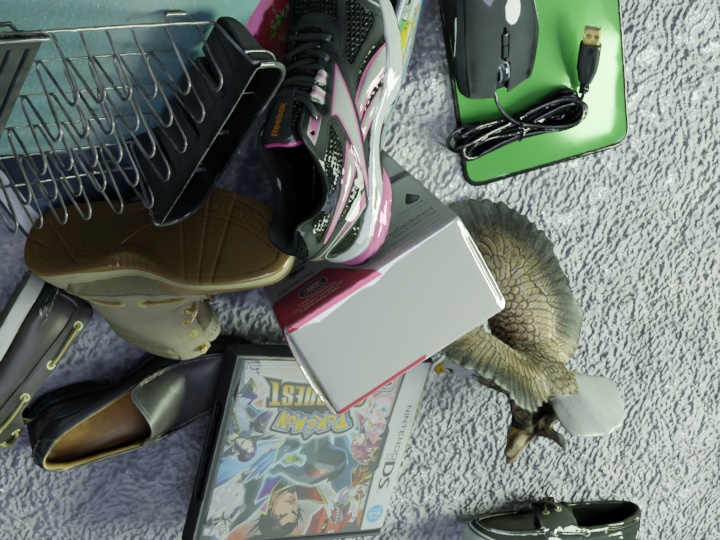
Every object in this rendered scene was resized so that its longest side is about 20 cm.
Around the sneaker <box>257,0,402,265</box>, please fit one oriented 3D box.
[{"bbox_3d":[-0.025,-0.102,0.687,0.086,0.079,0.204,-9,95,-52],"label":"sneaker"}]

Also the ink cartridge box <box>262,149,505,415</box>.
[{"bbox_3d":[0.000,0.000,0.816,0.145,0.200,0.083,-33,115,-2],"label":"ink cartridge box"}]

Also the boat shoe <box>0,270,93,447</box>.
[{"bbox_3d":[-0.280,0.100,0.841,0.060,0.072,0.203,29,98,-21],"label":"boat shoe"}]

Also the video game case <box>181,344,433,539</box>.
[{"bbox_3d":[-0.043,0.152,0.934,0.197,0.025,0.184,4,111,-34],"label":"video game case"}]

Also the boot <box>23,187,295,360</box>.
[{"bbox_3d":[-0.123,0.010,0.792,0.196,0.074,0.156,-3,153,15],"label":"boot"}]

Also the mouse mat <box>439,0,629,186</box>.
[{"bbox_3d":[0.146,-0.181,0.896,0.158,0.008,0.203,-16,114,-10],"label":"mouse mat"}]

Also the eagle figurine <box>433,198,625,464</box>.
[{"bbox_3d":[0.119,0.062,0.909,0.149,0.152,0.202,-24,119,2],"label":"eagle figurine"}]

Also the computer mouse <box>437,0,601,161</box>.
[{"bbox_3d":[0.132,-0.180,0.846,0.138,0.046,0.203,-16,126,-11],"label":"computer mouse"}]

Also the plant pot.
[{"bbox_3d":[-0.175,-0.195,0.669,0.197,0.198,0.197,3,144,-35],"label":"plant pot"}]

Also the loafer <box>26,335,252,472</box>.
[{"bbox_3d":[-0.172,0.114,0.880,0.197,0.072,0.074,-23,115,-8],"label":"loafer"}]

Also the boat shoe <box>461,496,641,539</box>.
[{"bbox_3d":[0.188,0.248,1.052,0.197,0.069,0.058,8,101,-26],"label":"boat shoe"}]

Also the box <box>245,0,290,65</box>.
[{"bbox_3d":[-0.046,-0.242,0.761,0.094,0.100,0.203,10,108,-19],"label":"box"}]

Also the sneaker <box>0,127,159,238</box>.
[{"bbox_3d":[-0.222,-0.122,0.760,0.145,0.077,0.203,-31,127,9],"label":"sneaker"}]

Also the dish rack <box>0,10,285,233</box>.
[{"bbox_3d":[-0.155,-0.079,0.618,0.198,0.055,0.154,-15,154,-44],"label":"dish rack"}]

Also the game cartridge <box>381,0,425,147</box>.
[{"bbox_3d":[0.016,-0.166,0.792,0.040,0.133,0.203,17,103,2],"label":"game cartridge"}]
